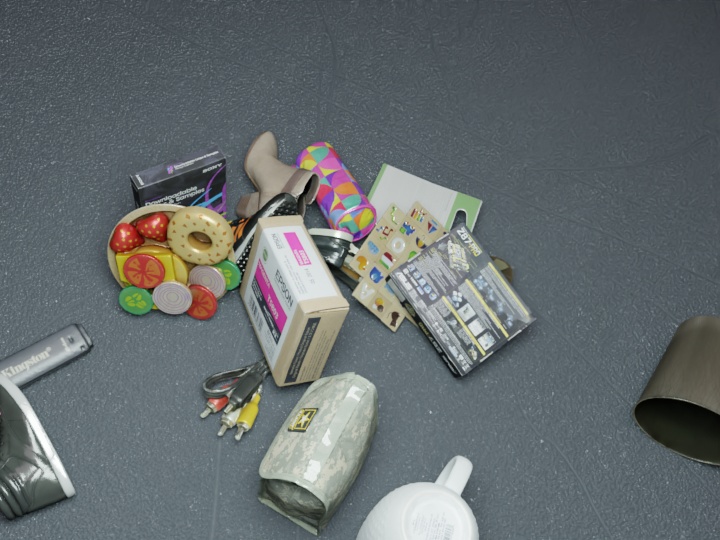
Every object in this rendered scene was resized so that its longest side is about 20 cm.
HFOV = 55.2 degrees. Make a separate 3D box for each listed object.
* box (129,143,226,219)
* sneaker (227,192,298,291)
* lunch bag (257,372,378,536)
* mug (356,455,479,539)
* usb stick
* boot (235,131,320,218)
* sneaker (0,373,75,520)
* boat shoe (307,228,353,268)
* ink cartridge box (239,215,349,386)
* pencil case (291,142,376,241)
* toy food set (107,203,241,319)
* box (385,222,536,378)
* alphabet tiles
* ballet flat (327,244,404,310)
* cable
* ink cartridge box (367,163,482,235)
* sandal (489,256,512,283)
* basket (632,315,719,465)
[{"bbox_3d":[-0.282,-0.100,1.093,0.143,0.200,0.036,-26,64,-24],"label":"box"},{"bbox_3d":[-0.185,-0.062,1.106,0.090,0.200,0.070,50,22,25],"label":"sneaker"},{"bbox_3d":[-0.052,0.237,0.916,0.117,0.200,0.164,28,57,8],"label":"lunch bag"},{"bbox_3d":[0.089,0.331,0.895,0.147,0.176,0.200,30,57,9],"label":"mug"},{"bbox_3d":[-0.489,0.142,0.996,0.200,0.033,0.056,-31,69,-27],"label":"usb stick"},{"bbox_3d":[-0.135,-0.160,1.204,0.146,0.070,0.201,1,68,32],"label":"boot"},{"bbox_3d":[-0.469,0.234,0.908,0.099,0.071,0.200,-28,75,-30],"label":"sneaker"},{"bbox_3d":[-0.104,-0.032,1.136,0.198,0.074,0.067,4,80,27],"label":"boat shoe"},{"bbox_3d":[-0.107,0.043,1.031,0.075,0.165,0.200,-5,46,-29],"label":"ink cartridge box"},{"bbox_3d":[-0.047,-0.140,1.211,0.088,0.089,0.200,-17,48,-20],"label":"pencil case"},{"bbox_3d":[-0.283,-0.010,1.045,0.199,0.199,0.049,-2,33,-2],"label":"toy food set"},{"bbox_3d":[0.161,0.046,1.116,0.161,0.049,0.200,-35,83,-14],"label":"box"},{"bbox_3d":[0.075,-0.008,1.148,0.166,0.006,0.200,41,71,-20],"label":"alphabet tiles"},{"bbox_3d":[0.000,0.000,1.160,0.199,0.069,0.068,31,56,10],"label":"ballet flat"},{"bbox_3d":[-0.163,0.165,1.050,0.097,0.050,0.200,28,44,17],"label":"cable"},{"bbox_3d":[0.107,-0.102,1.260,0.199,0.048,0.146,22,56,3],"label":"ink cartridge box"},{"bbox_3d":[0.186,0.059,1.171,0.081,0.055,0.201,31,72,2],"label":"sandal"},{"bbox_3d":[0.553,0.182,1.111,0.180,0.136,0.200,26,52,14],"label":"basket"}]
